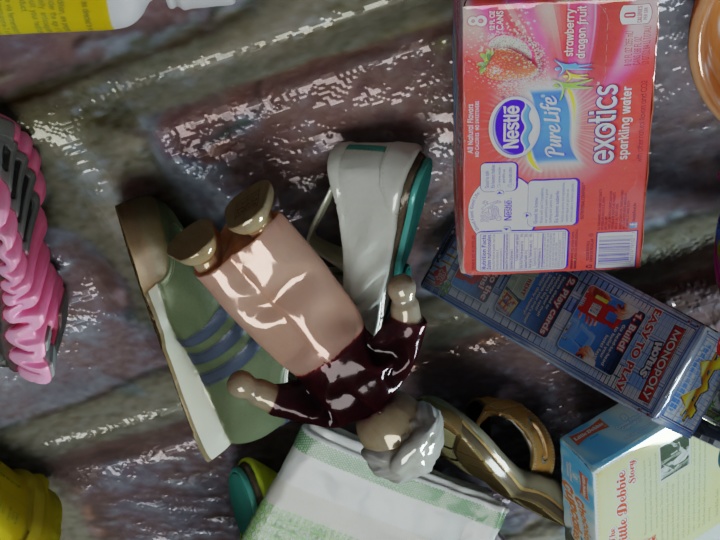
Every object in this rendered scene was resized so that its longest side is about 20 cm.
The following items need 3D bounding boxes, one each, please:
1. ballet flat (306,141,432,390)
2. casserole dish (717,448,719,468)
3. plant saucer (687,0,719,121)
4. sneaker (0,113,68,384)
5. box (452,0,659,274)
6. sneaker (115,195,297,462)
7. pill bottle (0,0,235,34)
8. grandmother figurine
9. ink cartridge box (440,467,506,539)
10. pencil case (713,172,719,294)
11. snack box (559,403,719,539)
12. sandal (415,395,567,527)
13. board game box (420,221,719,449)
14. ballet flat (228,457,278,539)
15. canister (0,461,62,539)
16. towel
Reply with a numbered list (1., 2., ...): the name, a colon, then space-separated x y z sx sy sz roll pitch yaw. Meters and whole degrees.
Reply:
1. ballet flat: 0.000 0.000 1.485 0.069 0.069 0.200 2 133 -5
2. casserole dish: 0.284 0.074 1.409 0.200 0.039 0.121 -7 135 -37
3. plant saucer: 0.273 -0.138 1.359 0.200 0.037 0.200 -1 137 -1
4. sneaker: -0.225 -0.010 1.455 0.095 0.079 0.200 6 137 8
5. box: 0.099 -0.098 1.350 0.103 0.095 0.200 -3 137 0
6. sneaker: -0.078 0.024 1.505 0.090 0.067 0.200 -20 132 -4
7. pill bottle: -0.162 -0.172 1.242 0.200 0.114 0.114 -2 138 0
8. grandmother figurine: -0.016 0.042 1.445 0.121 0.061 0.200 -28 115 21
9. ink cartridge box: 0.006 0.223 1.680 0.200 0.042 0.119 -37 139 0
10. pencil case: 0.300 -0.011 1.465 0.200 0.088 0.088 2 137 -6
11. snack box: 0.186 0.151 1.631 0.116 0.037 0.200 -29 141 -19
12. sandal: 0.094 0.111 1.602 0.200 0.080 0.054 35 83 -51
13. board game box: 0.164 0.050 1.443 0.200 0.200 0.062 28 92 -29
14. ballet flat: -0.052 0.182 1.681 0.067 0.067 0.200 -16 142 -17
15. canister: -0.308 0.140 1.598 0.148 0.087 0.200 -29 130 25
16. towel: -0.015 0.201 1.612 0.149 0.031 0.200 24 105 -17
